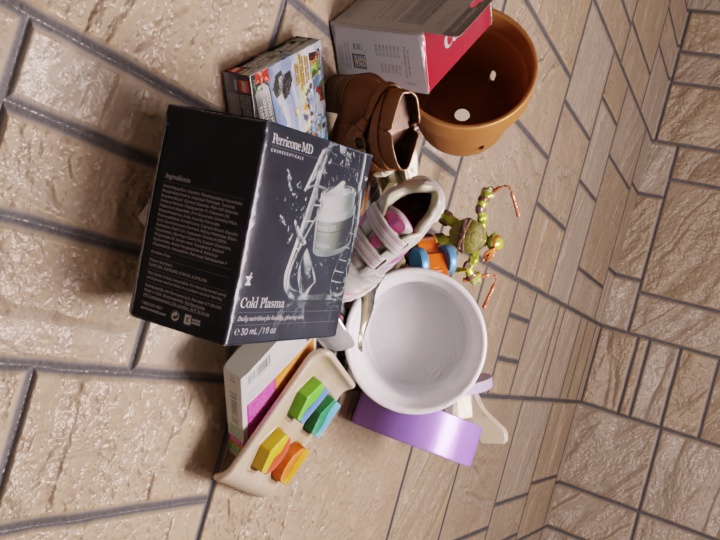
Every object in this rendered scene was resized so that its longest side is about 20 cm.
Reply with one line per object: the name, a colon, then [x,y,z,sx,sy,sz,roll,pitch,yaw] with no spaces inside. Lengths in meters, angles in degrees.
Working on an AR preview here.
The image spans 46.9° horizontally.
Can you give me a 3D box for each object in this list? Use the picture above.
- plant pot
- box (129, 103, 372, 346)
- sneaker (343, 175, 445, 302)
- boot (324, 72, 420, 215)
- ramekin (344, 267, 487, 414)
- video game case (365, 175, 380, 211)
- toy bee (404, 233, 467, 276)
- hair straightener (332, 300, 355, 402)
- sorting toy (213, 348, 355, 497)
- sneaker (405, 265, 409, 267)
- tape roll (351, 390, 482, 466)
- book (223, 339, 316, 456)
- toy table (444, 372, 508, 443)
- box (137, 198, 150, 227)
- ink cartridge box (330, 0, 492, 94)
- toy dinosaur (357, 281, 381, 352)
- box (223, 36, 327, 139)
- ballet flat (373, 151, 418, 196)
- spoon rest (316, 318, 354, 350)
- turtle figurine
plant pot: [0.149,-0.260,1.205,0.140,0.198,0.202,79,34,-70]
box: [-0.100,-0.040,0.811,0.199,0.123,0.199,2,99,-62]
sneaker: [0.025,-0.045,0.994,0.200,0.081,0.088,-47,178,-6]
boot: [0.011,-0.136,1.012,0.073,0.154,0.202,-19,117,-31]
ramekin: [0.080,0.096,1.186,0.098,0.198,0.203,-9,113,-82]
video game case: [0.017,-0.092,1.194,0.201,0.025,0.181,-64,150,-21]
toy bee: [0.106,-0.015,1.296,0.109,0.130,0.202,155,-52,-67]
hair straightener: [-0.037,0.107,1.192,0.077,0.040,0.203,-27,122,-73]
sorting toy: [-0.083,0.201,1.044,0.200,0.036,0.185,-50,159,-10]
sneaker: [0.083,0.061,1.349,0.201,0.073,0.088,-63,175,-49]
tape roll: [0.088,0.243,1.305,0.200,0.198,0.066,36,72,-61]
book: [-0.107,0.131,0.989,0.134,0.048,0.201,-48,160,-34]
toy table: [0.178,0.259,1.536,0.199,0.182,0.119,-4,91,-52]
box: [-0.166,-0.006,0.876,0.039,0.041,0.201,-60,148,-25]
ink cartridge box: [0.089,-0.313,1.056,0.200,0.174,0.084,-51,144,-37]
toy dinosaur: [0.000,0.000,1.103,0.088,0.047,0.202,39,48,-28]
box: [-0.089,-0.148,0.950,0.137,0.040,0.202,-43,139,-47]
ballet flat: [0.045,-0.122,1.119,0.069,0.069,0.202,-40,123,-48]
spoon rest: [-0.066,0.038,1.039,0.061,0.099,0.200,-51,140,-10]
turtle figurine: [0.164,-0.048,1.344,0.064,0.160,0.203,-10,112,-61]
